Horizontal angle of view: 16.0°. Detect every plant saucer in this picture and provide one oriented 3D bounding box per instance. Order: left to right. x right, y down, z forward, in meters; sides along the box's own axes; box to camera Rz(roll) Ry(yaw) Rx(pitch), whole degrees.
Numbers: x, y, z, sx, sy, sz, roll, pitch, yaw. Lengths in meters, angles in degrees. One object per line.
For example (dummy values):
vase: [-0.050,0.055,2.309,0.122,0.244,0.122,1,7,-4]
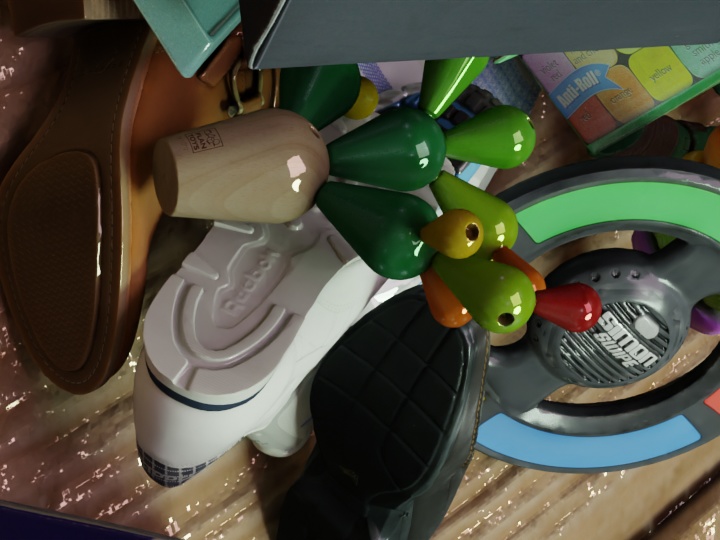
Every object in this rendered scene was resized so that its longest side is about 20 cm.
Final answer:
plant saucer: [-0.051,-0.150,1.076,0.070,0.019,0.200,57,29,-15]

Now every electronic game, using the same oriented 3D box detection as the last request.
electronic game: [0.119,0.025,1.229,0.200,0.199,0.042,50,20,-37]

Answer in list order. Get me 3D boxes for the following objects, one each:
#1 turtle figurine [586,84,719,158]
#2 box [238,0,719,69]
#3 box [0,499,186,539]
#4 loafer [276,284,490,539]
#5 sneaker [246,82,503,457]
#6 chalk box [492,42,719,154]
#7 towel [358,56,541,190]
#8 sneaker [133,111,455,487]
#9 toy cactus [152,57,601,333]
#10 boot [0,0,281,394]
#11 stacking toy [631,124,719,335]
turtle figurine: [0.214,-0.072,1.388,0.199,0.100,0.151,26,65,-37]
box: [0.048,-0.183,0.978,0.199,0.104,0.183,-4,74,-13]
box: [-0.082,0.155,0.998,0.200,0.183,0.106,19,80,-47]
loafer: [0.019,0.070,1.134,0.072,0.073,0.200,-32,158,-38]
sneaker: [0.000,0.000,1.168,0.200,0.075,0.087,-49,139,-15]
chalk box: [0.139,-0.149,1.218,0.124,0.124,0.200,51,51,-9]
towel: [0.049,-0.137,1.249,0.147,0.024,0.200,53,53,-34]
sneaker: [-0.032,0.007,1.075,0.200,0.076,0.081,-44,158,-39]
toy cactus: [0.002,-0.049,1.023,0.164,0.102,0.201,-8,58,-23]
boot: [-0.080,-0.053,1.082,0.155,0.076,0.201,-4,88,-52]
stacking toy: [0.177,-0.013,1.296,0.116,0.200,0.110,20,38,-47]
